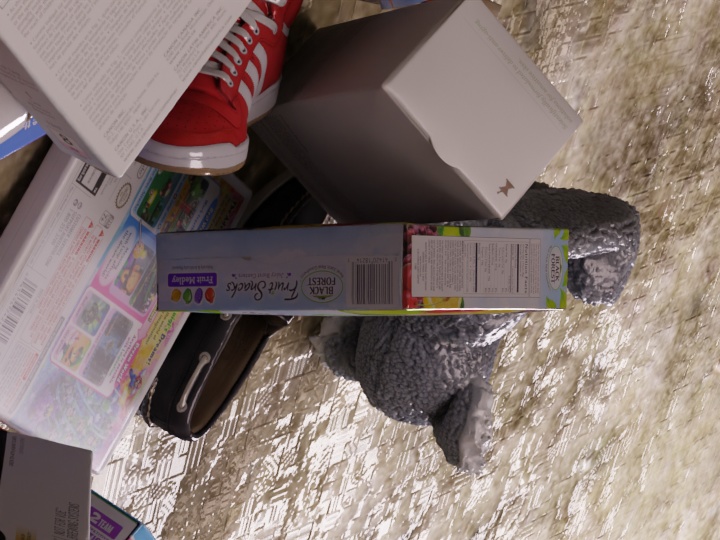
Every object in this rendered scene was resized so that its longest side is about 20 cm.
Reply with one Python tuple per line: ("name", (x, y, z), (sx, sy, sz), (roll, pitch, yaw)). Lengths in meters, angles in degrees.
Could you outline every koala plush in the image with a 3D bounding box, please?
("koala plush", (0.052, 0.022, 1.612), (0.184, 0.177, 0.200), (-20, 139, -50))

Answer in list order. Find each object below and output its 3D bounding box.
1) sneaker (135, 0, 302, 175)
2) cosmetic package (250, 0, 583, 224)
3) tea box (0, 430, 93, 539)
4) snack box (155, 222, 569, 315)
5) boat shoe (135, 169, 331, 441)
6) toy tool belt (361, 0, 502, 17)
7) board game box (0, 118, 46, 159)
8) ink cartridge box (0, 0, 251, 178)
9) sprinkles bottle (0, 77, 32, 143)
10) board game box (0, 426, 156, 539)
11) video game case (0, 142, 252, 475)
("sneaker", (-0.077, -0.126, 1.334), (0.200, 0.071, 0.113), (-66, 171, -68))
("cosmetic package", (0.025, -0.088, 1.419), (0.108, 0.200, 0.085), (49, 69, -19))
("tea box", (-0.238, 0.153, 1.162), (0.200, 0.197, 0.134), (-110, -144, -75))
("snack box", (0.000, 0.000, 1.402), (0.142, 0.200, 0.053), (2, 88, -47))
("boat shoe", (-0.070, 0.020, 1.524), (0.200, 0.060, 0.074), (-50, 149, -17))
("toy tool belt", (0.026, -0.227, 1.395), (0.125, 0.123, 0.200), (-45, 147, -25))
("board game box", (-0.199, -0.118, 1.223), (0.200, 0.045, 0.135), (-34, 141, -38))
("ink cartridge box", (-0.118, -0.161, 1.099), (0.163, 0.057, 0.200), (-55, 141, -15))
("sprinkles bottle", (-0.135, -0.134, 1.194), (0.200, 0.068, 0.068), (-40, 144, -32))
("board game box", (-0.229, 0.187, 1.334), (0.200, 0.153, 0.040), (-51, 150, -16))
("video game case", (-0.152, 0.004, 1.408), (0.200, 0.024, 0.182), (-62, 151, -9))
